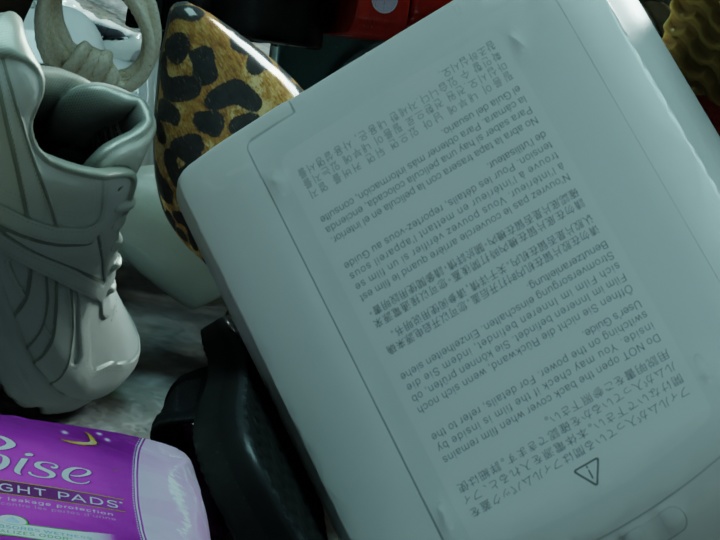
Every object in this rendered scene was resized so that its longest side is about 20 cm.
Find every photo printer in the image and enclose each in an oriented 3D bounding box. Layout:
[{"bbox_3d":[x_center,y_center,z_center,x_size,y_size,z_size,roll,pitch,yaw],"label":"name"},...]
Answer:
[{"bbox_3d":[0.051,0.017,0.769,0.200,0.166,0.069,62,9,23],"label":"photo printer"}]

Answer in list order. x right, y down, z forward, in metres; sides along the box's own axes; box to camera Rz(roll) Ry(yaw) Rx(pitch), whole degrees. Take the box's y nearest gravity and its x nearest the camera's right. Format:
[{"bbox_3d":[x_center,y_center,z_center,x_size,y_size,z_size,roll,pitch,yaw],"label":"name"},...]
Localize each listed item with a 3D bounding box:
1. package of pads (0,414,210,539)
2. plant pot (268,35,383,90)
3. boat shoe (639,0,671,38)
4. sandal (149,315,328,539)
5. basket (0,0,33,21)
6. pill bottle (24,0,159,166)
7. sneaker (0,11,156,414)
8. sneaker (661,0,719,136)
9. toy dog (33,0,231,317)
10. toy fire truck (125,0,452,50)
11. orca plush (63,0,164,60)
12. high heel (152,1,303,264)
[{"bbox_3d":[-0.094,0.100,0.619,0.120,0.076,0.200,11,15,-11],"label":"package of pads"},{"bbox_3d":[0.042,-0.077,1.205,0.200,0.200,0.134,9,-12,-11],"label":"plant pot"},{"bbox_3d":[0.081,-0.010,0.906,0.076,0.200,0.060,4,1,-21],"label":"boat shoe"},{"bbox_3d":[-0.045,0.061,0.806,0.048,0.075,0.200,-28,5,3],"label":"sandal"},{"bbox_3d":[-0.173,-0.156,0.928,0.180,0.200,0.136,-30,70,-35],"label":"basket"},{"bbox_3d":[-0.171,-0.062,1.068,0.200,0.120,0.120,8,15,-15],"label":"pill bottle"},{"bbox_3d":[-0.108,-0.018,0.871,0.078,0.099,0.200,63,3,32],"label":"sneaker"},{"bbox_3d":[0.149,-0.076,0.816,0.090,0.200,0.075,-31,73,-34],"label":"sneaker"},{"bbox_3d":[-0.090,-0.026,1.001,0.200,0.132,0.096,39,-11,-17],"label":"toy dog"},{"bbox_3d":[0.015,-0.121,1.057,0.200,0.129,0.176,5,4,-23],"label":"toy fire truck"},{"bbox_3d":[-0.133,-0.095,1.307,0.200,0.105,0.071,40,63,13],"label":"orca plush"},{"bbox_3d":[0.000,0.000,0.860,0.071,0.200,0.143,-35,33,-21],"label":"high heel"}]
